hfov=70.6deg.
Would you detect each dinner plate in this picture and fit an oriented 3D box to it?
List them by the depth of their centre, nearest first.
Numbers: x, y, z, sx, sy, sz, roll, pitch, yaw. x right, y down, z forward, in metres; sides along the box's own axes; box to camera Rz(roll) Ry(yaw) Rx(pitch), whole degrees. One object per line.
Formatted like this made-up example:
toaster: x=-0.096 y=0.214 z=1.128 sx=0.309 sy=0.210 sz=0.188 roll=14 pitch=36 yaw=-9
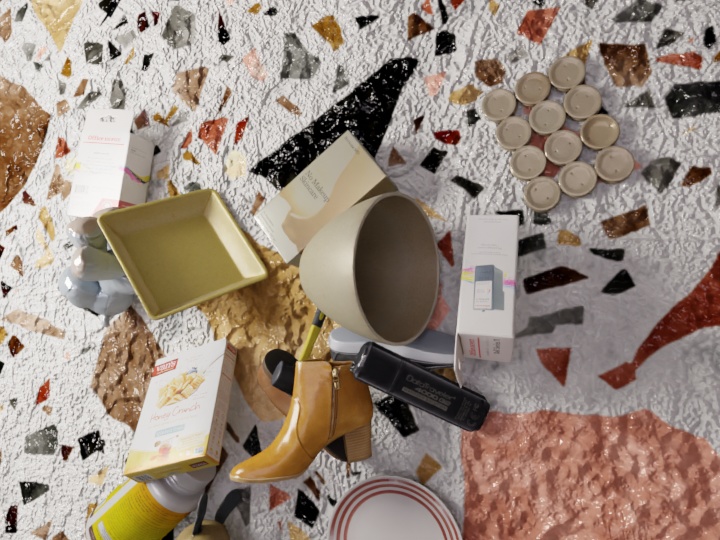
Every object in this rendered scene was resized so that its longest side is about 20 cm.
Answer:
dinner plate: x=0.048 y=0.391 z=0.720 sx=0.200 sy=0.024 sz=0.201 roll=-2 pitch=83 yaw=19

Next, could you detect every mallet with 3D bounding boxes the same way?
mallet: x=-0.077 y=0.087 z=0.756 sx=0.066 sy=0.041 sz=0.200 roll=20 pitch=68 yaw=-19

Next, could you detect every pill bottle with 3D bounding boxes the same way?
pill bottle: x=-0.324 y=0.359 z=0.801 sx=0.200 sy=0.109 sz=0.109 roll=-43 pitch=73 yaw=9

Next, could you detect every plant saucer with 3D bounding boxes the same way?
plant saucer: x=-0.282 y=-0.025 z=0.817 sx=0.200 sy=0.200 sz=0.048 roll=54 pitch=142 yaw=17

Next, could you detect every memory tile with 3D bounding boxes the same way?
memory tile: x=0.275 y=-0.193 z=0.717 sx=0.153 sy=0.017 sz=0.200 roll=-24 pitch=76 yaw=14

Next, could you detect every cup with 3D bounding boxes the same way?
cup: x=0.000 y=0.000 z=0.709 sx=0.143 sy=0.200 sz=0.201 roll=-2 pitch=82 yaw=39

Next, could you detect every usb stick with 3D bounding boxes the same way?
usb stick: x=0.082 y=0.158 z=0.687 sx=0.200 sy=0.033 sz=0.056 roll=27 pitch=88 yaw=-10

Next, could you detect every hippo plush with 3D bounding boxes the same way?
hippo plush: x=-0.418 y=-0.002 z=0.874 sx=0.161 sy=0.200 sz=0.160 roll=-36 pitch=43 yaw=35

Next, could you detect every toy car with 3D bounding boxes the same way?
toy car: x=-0.217 y=0.429 z=0.742 sx=0.158 sy=0.164 sz=0.200 roll=2 pitch=72 yaw=18

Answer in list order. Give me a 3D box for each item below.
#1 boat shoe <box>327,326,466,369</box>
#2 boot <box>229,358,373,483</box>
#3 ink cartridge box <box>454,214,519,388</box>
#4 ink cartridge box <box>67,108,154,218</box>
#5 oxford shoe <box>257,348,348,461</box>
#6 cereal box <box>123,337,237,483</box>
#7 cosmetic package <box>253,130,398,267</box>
boat shoe: x=0.051 y=0.125 z=0.731 sx=0.200 sy=0.070 sz=0.066 roll=2 pitch=112 yaw=8
boot: x=-0.082 y=0.195 z=0.686 sx=0.201 sy=0.071 sz=0.144 roll=-8 pitch=87 yaw=-14
ink cartridge box: x=0.163 y=0.043 z=0.646 sx=0.067 sy=0.117 sz=0.200 roll=3 pitch=68 yaw=16
ink cartridge box: x=-0.450 y=-0.187 z=0.929 sx=0.116 sy=0.067 sz=0.200 roll=9 pitch=88 yaw=19
oxford shoe: x=-0.081 y=0.211 z=0.772 sx=0.200 sy=0.071 sz=0.071 roll=46 pitch=129 yaw=14
cereal box: x=-0.271 y=0.210 z=0.785 sx=0.144 sy=0.040 sz=0.200 roll=-19 pitch=44 yaw=15
cosmetic package: x=-0.054 y=-0.105 z=0.786 sx=0.200 sy=0.071 sz=0.105 roll=-42 pitch=73 yaw=10
